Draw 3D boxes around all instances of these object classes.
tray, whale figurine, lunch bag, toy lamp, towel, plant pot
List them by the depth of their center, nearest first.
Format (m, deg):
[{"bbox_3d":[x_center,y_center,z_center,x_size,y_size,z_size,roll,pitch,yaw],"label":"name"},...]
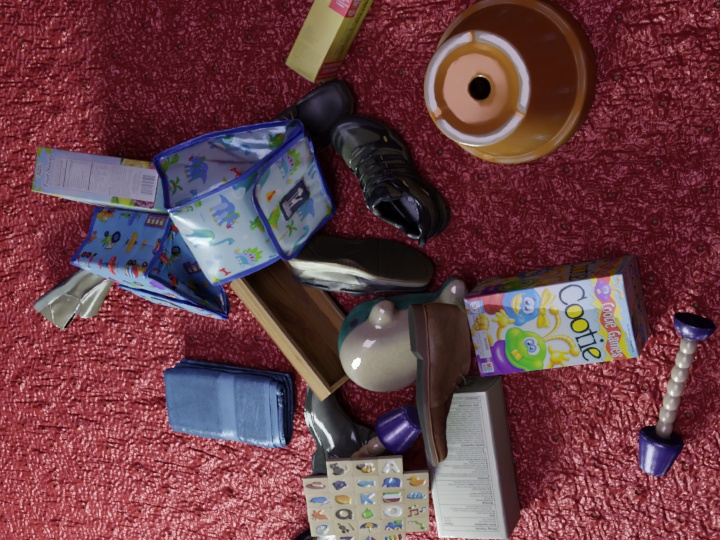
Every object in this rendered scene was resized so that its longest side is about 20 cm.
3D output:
[{"bbox_3d":[0.159,-0.217,1.270,0.197,0.183,0.204,6,105,22],"label":"plant pot"},{"bbox_3d":[0.382,0.155,1.336,0.057,0.058,0.203,16,109,19],"label":"toy lamp"},{"bbox_3d":[-0.140,-0.094,1.405,0.197,0.171,0.128,-23,52,-1],"label":"lunch bag"},{"bbox_3d":[0.060,0.069,1.430,0.199,0.159,0.104,-36,44,14],"label":"whale figurine"},{"bbox_3d":[0.007,0.246,1.451,0.058,0.058,0.200,49,122,5],"label":"toy lamp"},{"bbox_3d":[-0.078,0.068,1.489,0.201,0.098,0.037,51,142,5],"label":"tray"},{"bbox_3d":[-0.277,0.005,1.529,0.149,0.200,0.095,9,66,33],"label":"lunch bag"},{"bbox_3d":[-0.191,0.194,1.598,0.197,0.048,0.114,5,105,21],"label":"towel"}]

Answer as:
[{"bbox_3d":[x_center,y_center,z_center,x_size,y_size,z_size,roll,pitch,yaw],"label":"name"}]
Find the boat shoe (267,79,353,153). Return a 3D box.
[{"bbox_3d":[-0.090,-0.175,1.449,0.199,0.073,0.075,-39,86,26],"label":"boat shoe"}]

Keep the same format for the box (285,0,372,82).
[{"bbox_3d":[-0.022,-0.338,1.380,0.050,0.075,0.202,34,113,11],"label":"box"}]

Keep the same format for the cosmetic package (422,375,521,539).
[{"bbox_3d":[0.145,0.247,1.452,0.102,0.073,0.203,-4,102,25],"label":"cosmetic package"}]

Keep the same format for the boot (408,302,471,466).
[{"bbox_3d":[0.104,0.141,1.348,0.074,0.074,0.204,-4,96,-8],"label":"boot"}]

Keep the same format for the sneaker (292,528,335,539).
[{"bbox_3d":[-0.052,0.417,1.579,0.199,0.078,0.087,-37,91,26],"label":"sneaker"}]

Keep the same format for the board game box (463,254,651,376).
[{"bbox_3d":[0.243,0.056,1.345,0.197,0.103,0.107,-10,99,25],"label":"board game box"}]

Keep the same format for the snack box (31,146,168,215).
[{"bbox_3d":[-0.320,-0.117,1.506,0.197,0.168,0.069,8,89,20],"label":"snack box"}]

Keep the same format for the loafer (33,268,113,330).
[{"bbox_3d":[-0.405,0.027,1.644,0.199,0.075,0.070,-29,102,31],"label":"loafer"}]

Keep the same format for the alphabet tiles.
[{"bbox_3d":[0.010,0.312,1.461,0.163,0.006,0.202,-3,133,1],"label":"alphabet tiles"}]

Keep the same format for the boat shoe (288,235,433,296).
[{"bbox_3d":[-0.001,0.001,1.462,0.197,0.072,0.067,8,136,8],"label":"boat shoe"}]

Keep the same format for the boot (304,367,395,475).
[{"bbox_3d":[-0.004,0.224,1.523,0.128,0.068,0.203,1,111,18],"label":"boot"}]

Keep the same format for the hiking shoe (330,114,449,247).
[{"bbox_3d":[0.032,-0.119,1.391,0.200,0.101,0.076,45,113,2],"label":"hiking shoe"}]
